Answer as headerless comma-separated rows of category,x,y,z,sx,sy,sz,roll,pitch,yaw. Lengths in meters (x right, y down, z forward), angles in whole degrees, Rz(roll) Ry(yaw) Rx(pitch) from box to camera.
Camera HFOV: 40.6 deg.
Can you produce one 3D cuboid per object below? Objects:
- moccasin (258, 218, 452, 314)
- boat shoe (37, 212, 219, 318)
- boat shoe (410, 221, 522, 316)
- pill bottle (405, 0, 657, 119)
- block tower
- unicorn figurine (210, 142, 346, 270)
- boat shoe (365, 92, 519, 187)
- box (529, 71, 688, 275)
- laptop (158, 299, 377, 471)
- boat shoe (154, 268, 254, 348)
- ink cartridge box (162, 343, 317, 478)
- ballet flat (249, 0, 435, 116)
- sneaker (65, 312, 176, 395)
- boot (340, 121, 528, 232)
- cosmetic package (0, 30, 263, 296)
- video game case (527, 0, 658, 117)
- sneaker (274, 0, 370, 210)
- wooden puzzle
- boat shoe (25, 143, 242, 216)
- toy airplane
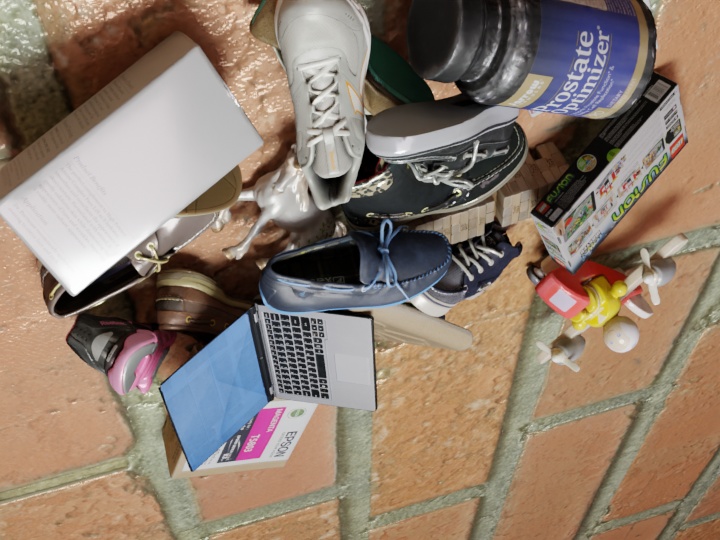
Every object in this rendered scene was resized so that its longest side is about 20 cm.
moccasin,0.000,0.000,0.950,0.196,0.082,0.069,-17,154,-12
boat shoe,-0.218,-0.019,0.937,0.197,0.060,0.072,-25,146,5
boat shoe,0.115,-0.011,1.085,0.093,0.075,0.199,-45,168,23
pill bottle,0.142,-0.192,0.817,0.196,0.113,0.113,1,141,-29
block tower,0.135,-0.078,1.052,0.196,0.058,0.054,-19,146,-7
unicorn figurine,-0.076,-0.057,0.964,0.137,0.074,0.199,-39,158,11
boat shoe,0.072,-0.108,0.834,0.198,0.072,0.069,-29,128,-53
box,0.269,-0.101,1.040,0.200,0.035,0.110,-48,145,-5
laptop,-0.088,0.135,1.037,0.195,0.118,0.189,7,144,8
boat shoe,-0.151,0.064,1.062,0.071,0.069,0.199,-8,154,34
ink cartridge box,-0.149,0.175,1.227,0.162,0.076,0.201,0,140,-26
ballet flat,-0.019,-0.174,0.831,0.072,0.069,0.199,-31,143,28
sneaker,-0.254,0.077,1.021,0.094,0.080,0.200,26,172,1
boot,0.062,-0.104,0.927,0.200,0.075,0.154,-23,165,8
cosmetic package,-0.187,-0.087,0.778,0.199,0.074,0.102,-39,123,-7
video game case,0.196,-0.237,0.900,0.141,0.018,0.200,-27,145,9
sneaker,-0.023,-0.128,0.763,0.074,0.094,0.201,-6,146,3
wooden puzzle,0.003,0.047,1.105,0.198,0.047,0.183,-3,162,46
boat shoe,-0.203,-0.083,0.861,0.196,0.074,0.065,-2,-179,-27
toy airplane,0.315,0.044,1.237,0.195,0.143,0.201,-19,146,-4
